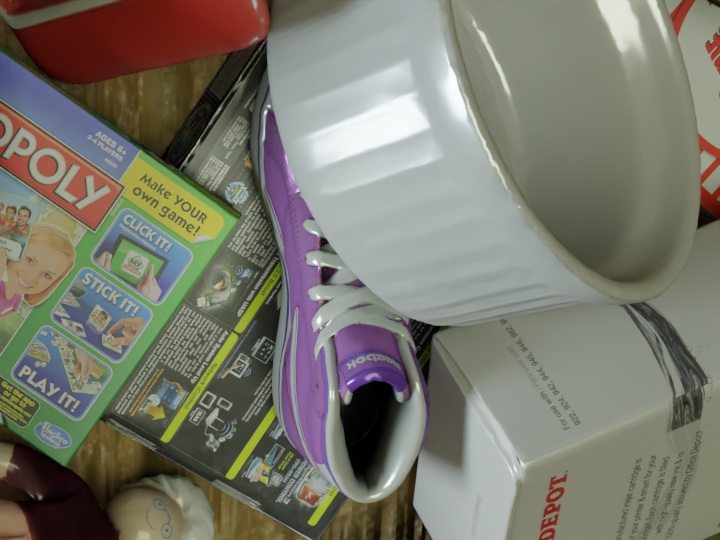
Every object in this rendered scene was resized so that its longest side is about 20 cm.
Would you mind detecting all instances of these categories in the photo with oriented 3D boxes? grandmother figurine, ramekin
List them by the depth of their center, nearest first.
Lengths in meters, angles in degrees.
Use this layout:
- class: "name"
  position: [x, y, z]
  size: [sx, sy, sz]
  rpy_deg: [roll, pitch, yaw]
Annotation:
- class: "ramekin"
  position: [0.051, -0.073, 0.769]
  size: [0.098, 0.201, 0.201]
  rpy_deg: [-18, 115, 34]
- class: "grandmother figurine"
  position: [-0.151, 0.130, 0.834]
  size: [0.200, 0.061, 0.122]
  rpy_deg: [-7, 86, -41]

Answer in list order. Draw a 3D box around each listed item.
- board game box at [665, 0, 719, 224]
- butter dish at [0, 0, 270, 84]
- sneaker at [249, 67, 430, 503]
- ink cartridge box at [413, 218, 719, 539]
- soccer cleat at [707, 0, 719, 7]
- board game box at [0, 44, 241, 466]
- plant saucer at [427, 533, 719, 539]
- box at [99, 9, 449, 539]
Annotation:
- class: "board game box"
  position: [0.204, -0.125, 0.895]
  size: [0.151, 0.046, 0.200]
  rpy_deg: [40, 93, -20]
- class: "butter dish"
  position: [-0.094, -0.194, 0.748]
  size: [0.148, 0.199, 0.200]
  rpy_deg: [-42, 112, -29]
- class: "sneaker"
  position: [0.001, 0.000, 0.796]
  size: [0.072, 0.114, 0.201]
  rpy_deg: [-7, 105, -11]
- class: "ink cartridge box"
  position: [0.131, 0.066, 0.861]
  size: [0.200, 0.084, 0.146]
  rpy_deg: [-20, 144, -18]
- class: "soccer cleat"
  position: [0.197, -0.131, 0.828]
  size: [0.200, 0.081, 0.068]
  rpy_deg: [25, 92, -8]
- class: "board game box"
  position: [-0.171, -0.027, 0.810]
  size: [0.200, 0.029, 0.135]
  rpy_deg: [35, 96, -5]
- class: "plant saucer"
  position: [0.102, 0.211, 0.961]
  size: [0.199, 0.048, 0.201]
  rpy_deg: [-8, 106, -12]
- class: "box"
  position: [-0.033, 0.005, 0.873]
  size: [0.160, 0.044, 0.200]
  rpy_deg: [32, 96, -20]
